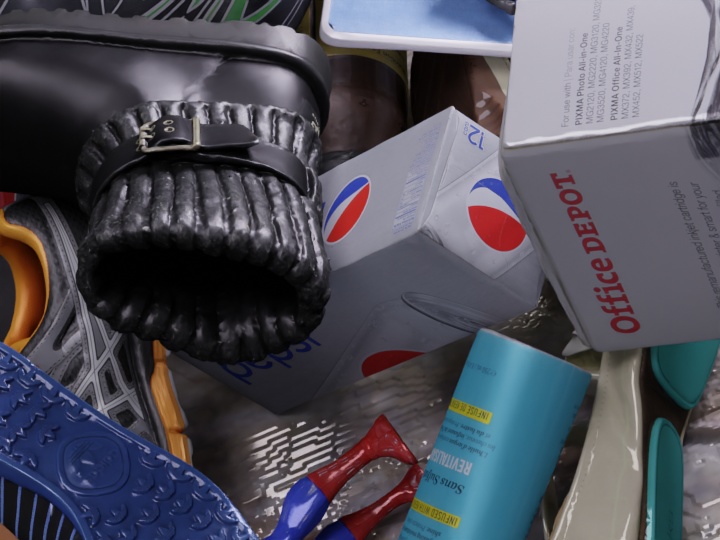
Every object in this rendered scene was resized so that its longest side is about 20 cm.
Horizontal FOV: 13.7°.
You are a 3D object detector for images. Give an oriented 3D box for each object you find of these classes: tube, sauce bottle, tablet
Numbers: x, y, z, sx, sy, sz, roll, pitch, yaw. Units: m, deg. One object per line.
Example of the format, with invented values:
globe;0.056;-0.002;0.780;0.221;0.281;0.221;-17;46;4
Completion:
tube;0.035;0.125;1.225;0.077;0.050;0.201;17;84;65
sauce bottle;-0.009;-0.088;1.419;0.064;0.065;0.201;-12;53;18
tablet;0.084;-0.137;1.378;0.198;0.014;0.131;4;42;2

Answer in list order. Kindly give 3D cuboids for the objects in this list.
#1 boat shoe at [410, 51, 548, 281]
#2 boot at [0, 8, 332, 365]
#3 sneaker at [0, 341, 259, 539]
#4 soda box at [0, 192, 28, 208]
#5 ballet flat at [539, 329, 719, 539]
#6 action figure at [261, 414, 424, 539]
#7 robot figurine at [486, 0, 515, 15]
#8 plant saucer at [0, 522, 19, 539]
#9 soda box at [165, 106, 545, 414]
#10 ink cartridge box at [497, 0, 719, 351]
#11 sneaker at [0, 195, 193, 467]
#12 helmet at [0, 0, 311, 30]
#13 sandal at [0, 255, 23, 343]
boat shoe;0.079;-0.057;1.361;0.074;0.075;0.203;6;35;-20
boot;-0.112;-0.035;1.257;0.209;0.080;0.158;-3;43;9
sneaker;-0.110;0.109;1.247;0.200;0.078;0.070;40;60;21
soda box;-0.180;0.049;1.406;0.070;0.063;0.201;-14;53;18
ballet flat;0.109;0.058;1.256;0.069;0.070;0.201;-2;56;25
action figure;-0.043;0.158;1.259;0.200;0.065;0.099;-37;40;-2
robot figurine;0.123;-0.154;1.345;0.144;0.058;0.200;-27;50;-31
plant saucer;-0.181;0.183;1.259;0.199;0.202;0.032;14;20;33
soda box;0.000;0.000;1.291;0.200;0.068;0.064;-24;41;51
ink cartridge box;0.167;-0.047;1.166;0.199;0.145;0.084;-6;54;18
sneaker;-0.123;0.058;1.325;0.078;0.077;0.201;-32;63;59
helmet;-0.110;-0.157;1.381;0.199;0.200;0.192;-10;52;20
sandal;-0.199;0.058;1.337;0.075;0.045;0.201;-4;56;25
